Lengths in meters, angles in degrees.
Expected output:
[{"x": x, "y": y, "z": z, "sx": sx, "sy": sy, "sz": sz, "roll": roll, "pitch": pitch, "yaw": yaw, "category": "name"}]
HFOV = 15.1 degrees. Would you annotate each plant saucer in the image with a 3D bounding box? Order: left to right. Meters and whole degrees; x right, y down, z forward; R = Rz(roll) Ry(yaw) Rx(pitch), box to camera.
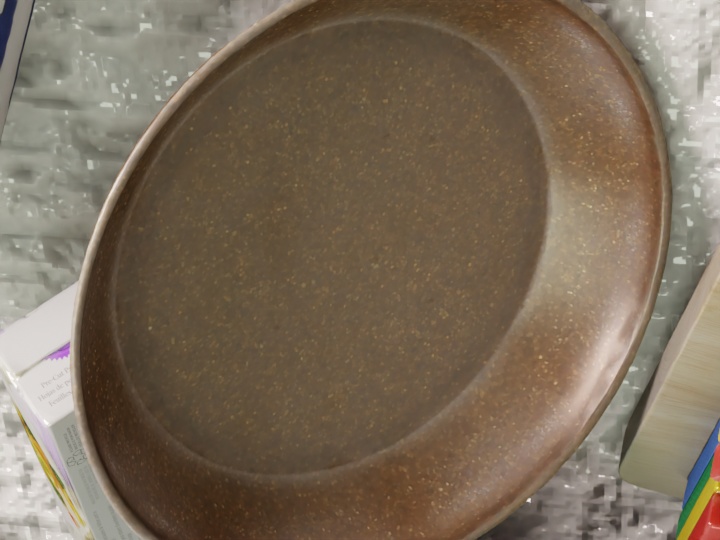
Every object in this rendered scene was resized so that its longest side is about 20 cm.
[{"x": 0.000, "y": 0.000, "z": 0.798, "sx": 0.200, "sy": 0.037, "sz": 0.200, "roll": -14, "pitch": 119, "yaw": -26, "category": "plant saucer"}]

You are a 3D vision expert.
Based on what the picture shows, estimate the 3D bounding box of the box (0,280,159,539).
[{"x": -0.076, "y": 0.074, "z": 0.884, "sx": 0.041, "sy": 0.039, "sz": 0.200, "roll": -32, "pitch": 150, "yaw": -12, "category": "box"}]

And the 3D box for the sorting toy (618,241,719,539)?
[{"x": 0.188, "y": 0.062, "z": 0.803, "sx": 0.200, "sy": 0.070, "sz": 0.199, "roll": 15, "pitch": 151, "yaw": 0, "category": "sorting toy"}]

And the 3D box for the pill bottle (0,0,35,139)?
[{"x": -0.156, "y": -0.061, "z": 0.788, "sx": 0.111, "sy": 0.111, "sz": 0.200, "roll": 18, "pitch": 131, "yaw": -3, "category": "pill bottle"}]
